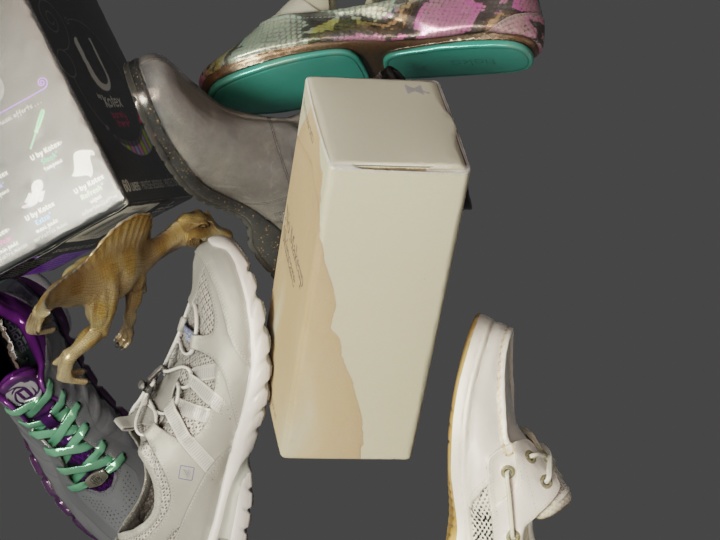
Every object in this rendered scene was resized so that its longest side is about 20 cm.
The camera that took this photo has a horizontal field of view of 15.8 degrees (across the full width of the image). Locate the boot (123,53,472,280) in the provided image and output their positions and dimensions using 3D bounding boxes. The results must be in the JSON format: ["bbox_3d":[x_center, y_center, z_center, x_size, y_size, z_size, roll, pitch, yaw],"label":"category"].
[{"bbox_3d":[-0.032,-0.080,1.453,0.132,0.200,0.070,-31,43,15],"label":"boot"}]

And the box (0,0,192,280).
[{"bbox_3d":[-0.200,-0.106,1.501,0.106,0.122,0.200,-28,87,14],"label":"box"}]

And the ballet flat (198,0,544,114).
[{"bbox_3d":[0.005,-0.137,1.483,0.200,0.069,0.071,-9,66,7],"label":"ballet flat"}]

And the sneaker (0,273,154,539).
[{"bbox_3d":[-0.182,0.092,1.528,0.074,0.088,0.200,-35,85,14],"label":"sneaker"}]

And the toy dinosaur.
[{"bbox_3d":[-0.154,0.010,1.473,0.058,0.200,0.101,39,121,14],"label":"toy dinosaur"}]

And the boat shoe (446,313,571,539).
[{"bbox_3d":[0.087,0.123,1.476,0.069,0.071,0.200,3,103,13],"label":"boat shoe"}]

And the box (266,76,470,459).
[{"bbox_3d":[0.000,0.000,1.423,0.078,0.095,0.200,1,125,-12],"label":"box"}]

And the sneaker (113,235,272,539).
[{"bbox_3d":[-0.099,0.079,1.485,0.082,0.075,0.200,4,97,-13],"label":"sneaker"}]
